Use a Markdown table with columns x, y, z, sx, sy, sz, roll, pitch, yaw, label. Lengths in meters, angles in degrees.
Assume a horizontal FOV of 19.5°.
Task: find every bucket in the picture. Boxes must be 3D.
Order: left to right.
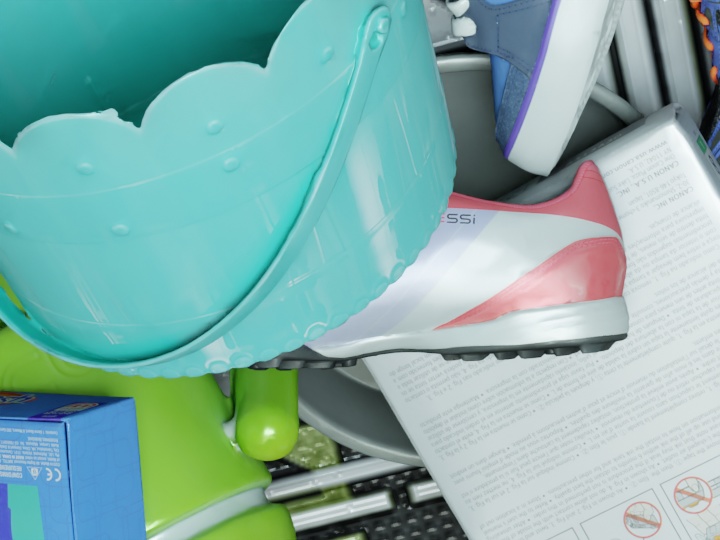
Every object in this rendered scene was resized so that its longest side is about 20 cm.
| x | y | z | sx | sy | sz | roll | pitch | yaw | label |
| --- | --- | --- | --- | --- | --- | --- | --- | --- | --- |
| -0.067 | -0.069 | 0.746 | 0.207 | 0.207 | 0.135 | -18 | 131 | 6 | bucket |

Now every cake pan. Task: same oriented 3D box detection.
| x | y | z | sx | sy | sz | roll | pitch | yaw | label |
| --- | --- | --- | --- | --- | --- | --- | --- | --- | --- |
| 0.043 | -0.007 | 0.896 | 0.200 | 0.037 | 0.201 | -2 | 120 | -3 | cake pan |

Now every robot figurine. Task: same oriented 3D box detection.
| x | y | z | sx | sy | sz | roll | pitch | yaw | label |
| --- | --- | --- | --- | --- | --- | --- | --- | --- | --- |
| -0.104 | 0.084 | 0.860 | 0.175 | 0.116 | 0.200 | -34 | 79 | 16 | robot figurine |

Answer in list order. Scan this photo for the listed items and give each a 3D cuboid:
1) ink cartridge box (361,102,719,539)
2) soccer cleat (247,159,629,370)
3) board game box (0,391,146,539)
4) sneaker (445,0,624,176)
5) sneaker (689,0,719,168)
| x | y | z | sx | sy | sz | roll | pitch | yaw | label |
| --- | --- | --- | --- | --- | --- | --- | --- | --- | --- |
| 0.106 | 0.057 | 0.841 | 0.161 | 0.050 | 0.200 | -29 | 97 | 18 | ink cartridge box |
| 0.000 | 0.000 | 0.791 | 0.200 | 0.068 | 0.073 | -3 | 87 | 4 | soccer cleat |
| -0.149 | 0.147 | 0.803 | 0.152 | 0.045 | 0.200 | 1 | 99 | 31 | board game box |
| 0.032 | -0.146 | 0.789 | 0.146 | 0.081 | 0.200 | 16 | 116 | 9 | sneaker |
| 0.150 | -0.127 | 0.824 | 0.078 | 0.075 | 0.200 | 6 | 111 | 2 | sneaker |
